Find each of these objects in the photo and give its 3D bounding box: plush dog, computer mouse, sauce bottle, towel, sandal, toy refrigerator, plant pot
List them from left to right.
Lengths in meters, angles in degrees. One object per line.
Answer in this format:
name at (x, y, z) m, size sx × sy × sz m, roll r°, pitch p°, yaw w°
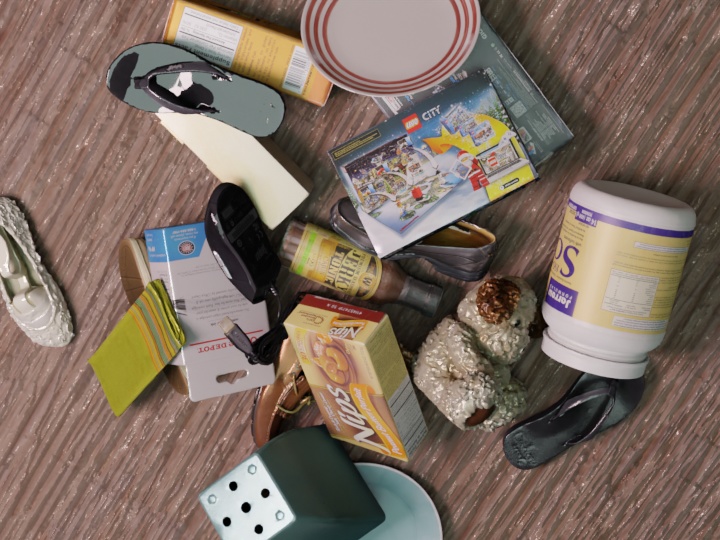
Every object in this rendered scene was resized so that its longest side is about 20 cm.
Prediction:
towel at (-0.264, 0.094, 1.593) m, size 0.200 × 0.018 × 0.086 m, roll -45°, pitch 65°, yaw 45°
sandal at (-0.180, -0.200, 1.491) m, size 0.200 × 0.043 × 0.076 m, roll 13°, pitch 104°, yaw -1°
toy refrigerator at (-0.149, -0.142, 1.572) m, size 0.070 × 0.076 × 0.200 m, roll -43°, pitch 99°, yaw 11°
computer mouse at (-0.139, 0.011, 1.524) m, size 0.046 × 0.141 × 0.200 m, roll -12°, pitch 120°, yaw 35°
plant pot at (-0.090, 0.271, 1.582) m, size 0.141 × 0.200 × 0.141 m, roll -37°, pitch 72°, yaw 11°
sauce bottle at (0.000, 0.000, 1.606) m, size 0.200 × 0.065 × 0.065 m, roll 20°, pitch 103°, yaw -3°
plush dog at (0.139, 0.080, 1.580) m, size 0.160 × 0.200 × 0.172 m, roll 40°, pitch 95°, yaw 20°
sandal at (0.263, 0.179, 1.648) m, size 0.200 × 0.043 × 0.076 m, roll -39°, pitch 99°, yaw 11°

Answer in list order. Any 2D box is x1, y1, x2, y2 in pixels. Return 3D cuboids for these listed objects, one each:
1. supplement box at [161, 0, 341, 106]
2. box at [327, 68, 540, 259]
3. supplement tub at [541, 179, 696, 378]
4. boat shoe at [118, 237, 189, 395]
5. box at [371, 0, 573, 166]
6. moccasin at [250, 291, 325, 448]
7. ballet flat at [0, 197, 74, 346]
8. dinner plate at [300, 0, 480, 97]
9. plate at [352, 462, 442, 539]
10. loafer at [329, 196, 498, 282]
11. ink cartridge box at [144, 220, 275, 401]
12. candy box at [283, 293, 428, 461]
supplement box at (-0.122, -0.252, 1.550) m, size 0.200 × 0.067 × 0.069 m, roll 21°, pitch 105°, yaw -2°
box at (0.082, -0.117, 1.521) m, size 0.200 × 0.038 × 0.137 m, roll -27°, pitch 83°, yaw 9°
supplement tub at (0.289, 0.008, 1.554) m, size 0.145 × 0.145 × 0.200 m, roll 13°, pitch 103°, yaw -1°
boat shoe at (-0.227, 0.047, 1.632) m, size 0.065 × 0.072 × 0.200 m, roll -27°, pitch 98°, yaw -28°
box at (0.124, -0.185, 1.565) m, size 0.159 × 0.046 × 0.200 m, roll -38°, pitch 99°, yaw 10°
moccasin at (-0.076, 0.127, 1.640) m, size 0.078 × 0.074 × 0.202 m, roll 22°, pitch 94°, yaw 5°
ballet flat at (-0.409, 0.010, 1.626) m, size 0.072 × 0.072 × 0.200 m, roll -22°, pitch 102°, yaw 7°
dinner plate at (0.034, -0.272, 1.512) m, size 0.200 × 0.024 × 0.201 m, roll -3°, pitch 64°, yaw 7°
plate at (0.003, 0.331, 1.705) m, size 0.200 × 0.026 × 0.201 m, roll 0°, pitch 103°, yaw 2°
loafer at (0.064, -0.051, 1.577) m, size 0.200 × 0.072 × 0.073 m, roll 14°, pitch 60°, yaw -7°
ink cartridge box at (-0.174, 0.042, 1.584) m, size 0.116 × 0.068 × 0.201 m, roll -10°, pitch 95°, yaw -28°
candy box at (-0.003, 0.125, 1.574) m, size 0.115 × 0.055 × 0.200 m, roll 14°, pitch 140°, yaw 34°
